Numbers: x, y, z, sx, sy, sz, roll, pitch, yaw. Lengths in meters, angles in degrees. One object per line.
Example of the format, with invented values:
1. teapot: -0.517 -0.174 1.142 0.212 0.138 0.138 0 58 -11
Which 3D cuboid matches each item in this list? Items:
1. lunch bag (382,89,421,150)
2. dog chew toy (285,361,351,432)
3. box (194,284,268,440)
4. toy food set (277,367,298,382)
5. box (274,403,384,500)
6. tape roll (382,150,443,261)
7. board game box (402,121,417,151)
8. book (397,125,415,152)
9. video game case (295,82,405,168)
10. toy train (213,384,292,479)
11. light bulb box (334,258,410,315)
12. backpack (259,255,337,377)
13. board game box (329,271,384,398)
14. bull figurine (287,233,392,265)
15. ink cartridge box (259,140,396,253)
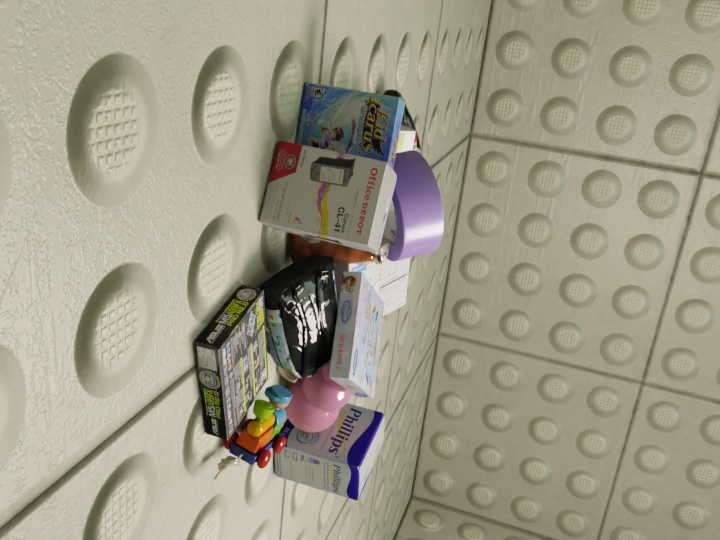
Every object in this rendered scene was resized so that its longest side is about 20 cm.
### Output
1. lunch bag: 0.081 -0.315 1.750 0.164 0.116 0.202 60 40 -64
2. dog chew toy: -0.075 0.247 1.506 0.200 0.124 0.125 -50 180 30
3. box: -0.207 0.151 1.191 0.161 0.044 0.201 -60 158 -51
4. toy food set: -0.113 0.107 1.472 0.144 0.060 0.202 -53 152 -58
5. box: -0.066 0.384 1.603 0.184 0.198 0.106 -56 153 -55
6. tape roll: 0.078 -0.124 1.390 0.200 0.084 0.202 166 -90 -73
7. board game box: 0.034 -0.199 1.581 0.199 0.056 0.196 -35 150 -14
8. book: 0.006 -0.220 1.446 0.198 0.048 0.135 -5 115 -28
9. video game case: -0.027 -0.220 1.290 0.045 0.180 0.202 -20 121 -72
10. toy train: -0.184 0.278 1.259 0.117 0.084 0.200 -68 168 13
11. light bulb box: 0.000 0.000 1.555 0.197 0.124 0.202 -25 131 -39
12. backpack: -0.110 0.093 1.310 0.163 0.153 0.201 -37 117 -40
13. board game box: -0.003 0.129 1.388 0.200 0.041 0.202 56 39 -65
14. bull figurine: -0.043 -0.059 1.356 0.065 0.198 0.122 -71 152 -69
15. ink cartridge box: -0.054 -0.126 1.228 0.086 0.198 0.149 24 79 -74
